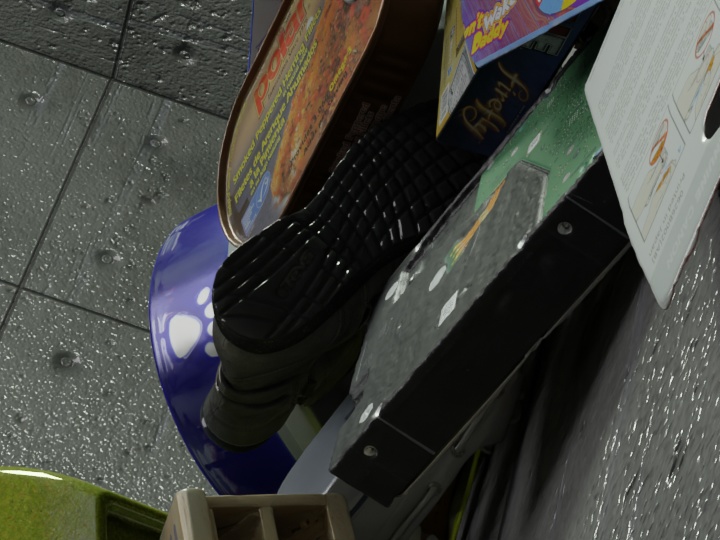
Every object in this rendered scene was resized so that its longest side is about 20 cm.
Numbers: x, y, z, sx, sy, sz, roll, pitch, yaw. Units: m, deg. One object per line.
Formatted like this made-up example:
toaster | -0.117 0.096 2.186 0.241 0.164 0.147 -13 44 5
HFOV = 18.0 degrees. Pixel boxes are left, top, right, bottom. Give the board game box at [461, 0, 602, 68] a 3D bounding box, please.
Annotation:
board game box | 0.075 -0.174 0.915 0.200 0.039 0.158 -22 51 64

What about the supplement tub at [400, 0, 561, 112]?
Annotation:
supplement tub | 0.048 -0.087 1.272 0.200 0.140 0.141 -80 10 -77

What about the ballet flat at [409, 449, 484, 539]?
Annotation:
ballet flat | 0.024 0.120 1.148 0.067 0.067 0.200 121 169 -69

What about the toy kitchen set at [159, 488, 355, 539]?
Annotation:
toy kitchen set | -0.051 0.128 0.882 0.200 0.163 0.181 112 153 -47

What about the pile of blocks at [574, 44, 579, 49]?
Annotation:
pile of blocks | 0.117 -0.172 1.324 0.200 0.062 0.082 142 147 -87

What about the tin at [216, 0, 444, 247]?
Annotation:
tin | -0.016 -0.097 1.145 0.200 0.042 0.112 -61 34 29

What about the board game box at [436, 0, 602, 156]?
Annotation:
board game box | 0.079 -0.170 1.046 0.136 0.035 0.200 120 161 -50

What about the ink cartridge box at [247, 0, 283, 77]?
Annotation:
ink cartridge box | -0.033 -0.183 1.221 0.200 0.044 0.094 97 177 -51

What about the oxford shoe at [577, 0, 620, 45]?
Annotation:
oxford shoe | 0.112 -0.142 1.095 0.200 0.070 0.075 -95 22 -85

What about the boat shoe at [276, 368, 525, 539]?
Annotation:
boat shoe | 0.042 0.061 1.088 0.200 0.065 0.074 -49 20 -4

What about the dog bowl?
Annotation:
dog bowl | -0.029 0.048 1.276 0.079 0.200 0.200 -23 29 26

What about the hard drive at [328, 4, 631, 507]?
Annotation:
hard drive | 0.063 -0.008 0.960 0.200 0.038 0.140 -52 12 31

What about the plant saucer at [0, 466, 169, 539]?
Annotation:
plant saucer | -0.072 0.185 1.009 0.048 0.200 0.200 -41 39 33

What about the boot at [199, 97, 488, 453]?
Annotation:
boot | 0.000 0.000 1.126 0.200 0.070 0.132 -31 -22 -21

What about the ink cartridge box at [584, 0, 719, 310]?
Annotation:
ink cartridge box | 0.129 -0.091 0.723 0.200 0.050 0.163 -97 25 -66
